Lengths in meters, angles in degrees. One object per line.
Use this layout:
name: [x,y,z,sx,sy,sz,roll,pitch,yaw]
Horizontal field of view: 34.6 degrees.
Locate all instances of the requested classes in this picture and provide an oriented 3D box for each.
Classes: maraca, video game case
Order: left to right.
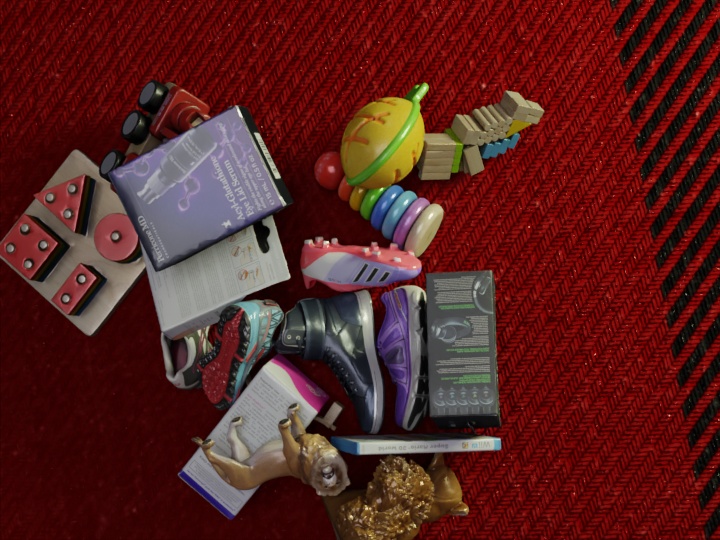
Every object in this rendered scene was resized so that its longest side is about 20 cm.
maraca: [0.037,-0.189,1.601,0.107,0.201,0.136,44,132,-17]
video game case: [0.071,0.232,1.551,0.197,0.143,0.018,0,85,-16]

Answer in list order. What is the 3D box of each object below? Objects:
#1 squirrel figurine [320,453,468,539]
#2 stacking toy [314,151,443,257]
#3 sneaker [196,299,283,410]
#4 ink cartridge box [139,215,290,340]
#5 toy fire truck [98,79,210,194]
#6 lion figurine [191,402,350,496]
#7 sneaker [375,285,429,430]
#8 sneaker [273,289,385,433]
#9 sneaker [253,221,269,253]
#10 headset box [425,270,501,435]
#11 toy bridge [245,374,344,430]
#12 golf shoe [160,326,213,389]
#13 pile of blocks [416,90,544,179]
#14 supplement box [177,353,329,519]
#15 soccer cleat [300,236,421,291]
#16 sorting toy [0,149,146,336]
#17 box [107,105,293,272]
squirrel figurine: [0.054,0.323,1.556,0.184,0.200,0.143,-20,74,-8]
stacking toy: [0.017,-0.102,1.650,0.199,0.085,0.086,32,90,13]
sneaker: [-0.159,0.118,1.607,0.080,0.095,0.201,50,135,22]
ink cartridge box: [-0.201,-0.016,1.610,0.197,0.050,0.164,-21,66,7]
toy fire truck: [-0.250,-0.154,1.629,0.199,0.128,0.178,30,89,51]
lion figurine: [-0.118,0.252,1.530,0.197,0.073,0.124,-11,112,17]
sneaker: [0.060,0.125,1.638,0.082,0.080,0.203,-5,78,22]
sneaker: [-0.046,0.134,1.614,0.144,0.077,0.206,-5,73,-17]
sneaker: [-0.178,-0.063,1.678,0.072,0.082,0.202,-43,59,34]
headset box: [0.140,0.119,1.555,0.091,0.174,0.203,-2,76,7]
toy bridge: [-0.115,0.170,1.667,0.199,0.027,0.068,36,93,8]
golf shoe: [-0.249,0.069,1.659,0.076,0.088,0.204,-5,84,13]
pile of blocks: [0.164,-0.194,1.653,0.198,0.083,0.062,-23,40,-5]
supplement box: [-0.147,0.229,1.610,0.103,0.101,0.201,38,102,3]
soccer cleat: [0.000,0.000,1.625,0.198,0.066,0.078,9,107,31]
sorting toy: [-0.415,-0.044,1.696,0.199,0.070,0.200,39,91,8]
box: [-0.209,-0.108,1.532,0.198,0.104,0.150,-28,94,5]
